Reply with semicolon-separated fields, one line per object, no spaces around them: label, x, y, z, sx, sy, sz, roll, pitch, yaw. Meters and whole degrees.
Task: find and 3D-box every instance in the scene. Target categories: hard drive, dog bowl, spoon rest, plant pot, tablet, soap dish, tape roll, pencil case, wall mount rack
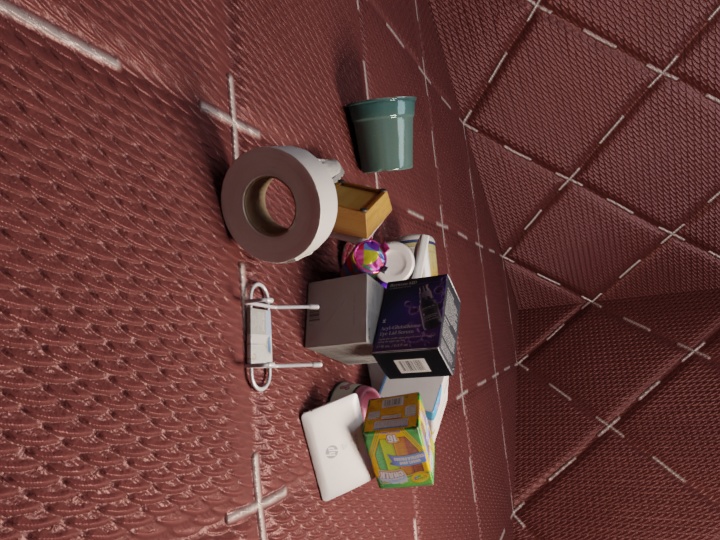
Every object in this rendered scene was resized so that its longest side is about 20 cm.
hard drive;0.150;0.015;1.432;0.132;0.027;0.200;97;6;-77
dog bowl;-0.004;0.357;1.215;0.200;0.074;0.201;36;50;-58
spoon rest;0.049;0.256;1.403;0.099;0.060;0.200;-43;134;-60
plant pot;0.069;-0.385;1.507;0.200;0.200;0.197;-29;116;-64
tablet;-0.043;0.370;1.102;0.130;0.014;0.200;-17;99;-23
soap dish;-0.024;-0.143;1.238;0.200;0.157;0.081;-52;153;-58
tape roll;-0.143;-0.116;0.923;0.071;0.202;0.203;-34;112;-64
pencil case;0.000;0.000;1.211;0.200;0.088;0.089;133;-38;-62
wall mount rack;-0.147;0.121;0.983;0.174;0.074;0.201;19;66;-63

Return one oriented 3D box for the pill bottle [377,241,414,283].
pill bottle;0.088;-0.026;1.450;0.200;0.112;0.113;-65;145;-86

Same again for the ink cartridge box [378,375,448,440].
ink cartridge box;0.141;0.331;1.365;0.200;0.146;0.147;81;28;-48

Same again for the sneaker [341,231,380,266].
sneaker;0.000;-0.070;1.376;0.075;0.080;0.200;128;-17;-61

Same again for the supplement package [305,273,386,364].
supplement package;-0.009;0.119;1.193;0.200;0.150;0.152;37;49;-56

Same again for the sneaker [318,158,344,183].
sneaker;-0.099;-0.229;1.217;0.081;0.076;0.200;61;29;-19

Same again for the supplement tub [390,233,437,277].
supplement tub;0.165;0.000;1.619;0.144;0.144;0.201;19;65;-63

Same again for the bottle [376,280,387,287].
bottle;0.068;0.063;1.443;0.200;0.083;0.065;7;102;-69

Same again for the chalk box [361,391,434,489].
chalk box;0.092;0.391;1.153;0.124;0.124;0.200;-69;145;-66

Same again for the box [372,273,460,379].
box;0.125;0.120;1.124;0.104;0.148;0.200;58;32;-39
